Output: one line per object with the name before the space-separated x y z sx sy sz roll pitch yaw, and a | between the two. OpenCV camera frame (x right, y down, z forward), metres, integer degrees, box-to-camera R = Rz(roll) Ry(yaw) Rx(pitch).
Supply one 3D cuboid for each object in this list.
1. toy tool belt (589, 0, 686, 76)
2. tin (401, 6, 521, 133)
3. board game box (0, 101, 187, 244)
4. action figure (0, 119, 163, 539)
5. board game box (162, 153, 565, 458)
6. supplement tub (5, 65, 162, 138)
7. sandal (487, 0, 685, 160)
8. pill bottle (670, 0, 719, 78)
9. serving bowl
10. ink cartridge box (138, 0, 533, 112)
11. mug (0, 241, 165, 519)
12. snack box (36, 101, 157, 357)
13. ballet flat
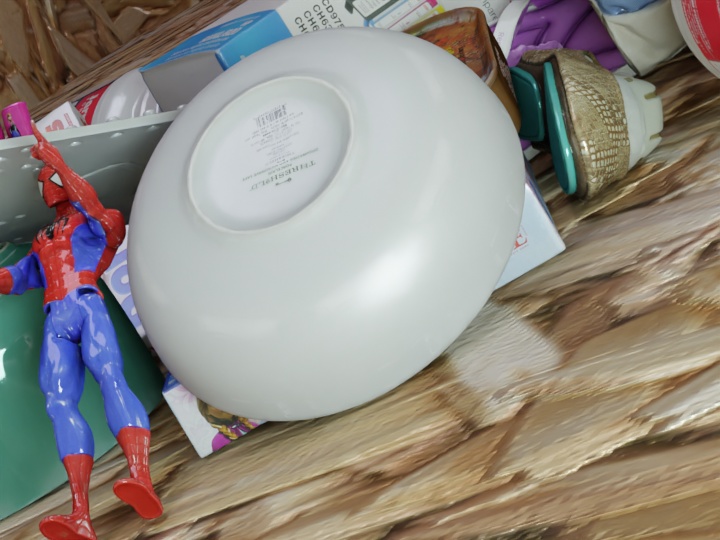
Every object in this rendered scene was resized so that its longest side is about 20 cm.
toy tool belt | 0.149 -0.187 1.073 0.122 0.126 0.200 -31 -23 8
tin | 0.025 -0.079 1.143 0.111 0.042 0.200 -25 20 9
board game box | -0.142 -0.056 1.182 0.198 0.026 0.200 -12 -10 -28
action figure | -0.144 0.017 1.027 0.065 0.099 0.201 -26 50 17
board game box | 0.000 0.000 1.119 0.199 0.041 0.200 -30 12 6
supplement tub | -0.154 -0.055 1.494 0.199 0.141 0.140 -22 15 41
sandal | 0.104 -0.123 1.246 0.202 0.083 0.050 -34 -19 -18
pill bottle | 0.207 -0.121 0.921 0.112 0.113 0.200 -32 12 -4
serving bowl | -0.027 -0.035 1.013 0.198 0.066 0.202 -15 52 20
ink cartridge box | 0.004 -0.115 1.324 0.199 0.148 0.144 -36 12 -20
mug | -0.211 0.063 1.213 0.184 0.115 0.152 -32 12 -6
snack box | -0.171 -0.016 1.361 0.072 0.024 0.201 -33 52 4
ballet flat | 0.117 -0.082 1.117 0.065 0.071 0.200 -8 16 -2
